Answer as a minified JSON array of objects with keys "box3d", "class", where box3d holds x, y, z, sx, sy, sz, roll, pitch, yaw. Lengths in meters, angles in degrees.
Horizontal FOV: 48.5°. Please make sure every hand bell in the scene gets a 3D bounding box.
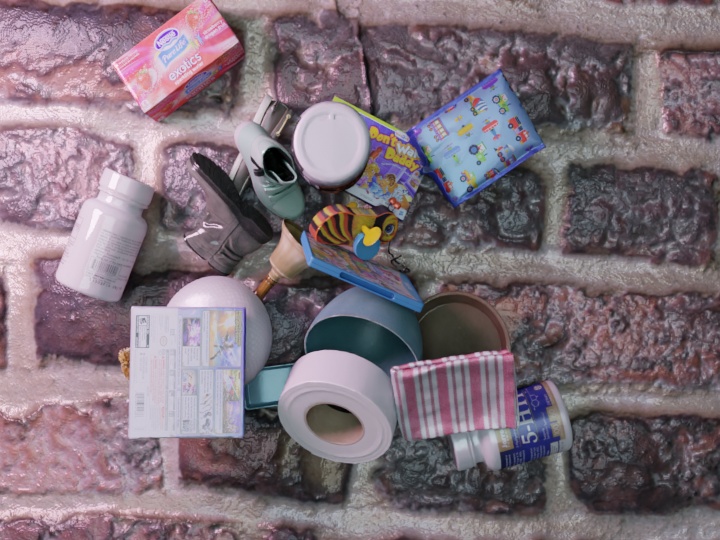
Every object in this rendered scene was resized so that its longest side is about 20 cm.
[{"box3d":[-0.158,0.020,1.376,0.104,0.104,0.200,43,102,-1],"class":"hand bell"}]

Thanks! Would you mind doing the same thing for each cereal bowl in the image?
[{"box3d":[-0.250,0.117,1.342,0.195,0.083,0.205,2,102,9],"class":"cereal bowl"}]

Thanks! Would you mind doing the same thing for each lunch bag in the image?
[{"box3d":[0.184,-0.214,1.347,0.198,0.094,0.152,-33,92,-12],"class":"lunch bag"}]

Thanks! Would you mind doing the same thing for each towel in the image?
[{"box3d":[0.150,0.201,1.263,0.195,0.030,0.149,-9,120,5],"class":"towel"}]

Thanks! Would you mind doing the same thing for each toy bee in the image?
[{"box3d":[0.015,-0.079,1.337,0.130,0.198,0.110,37,108,35],"class":"toy bee"}]

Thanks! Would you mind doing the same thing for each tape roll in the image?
[{"box3d":[-0.035,0.228,1.319,0.198,0.071,0.205,9,132,10],"class":"tape roll"}]

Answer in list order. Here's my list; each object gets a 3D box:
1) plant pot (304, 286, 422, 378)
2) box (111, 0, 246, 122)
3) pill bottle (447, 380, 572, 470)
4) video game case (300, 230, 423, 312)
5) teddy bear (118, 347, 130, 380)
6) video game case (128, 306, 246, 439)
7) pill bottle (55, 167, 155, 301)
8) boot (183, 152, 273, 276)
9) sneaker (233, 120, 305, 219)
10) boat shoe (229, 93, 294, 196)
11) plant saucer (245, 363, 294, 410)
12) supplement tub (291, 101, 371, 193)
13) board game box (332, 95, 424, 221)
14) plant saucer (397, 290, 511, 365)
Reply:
[{"box3d":[0.020,0.100,1.332,0.197,0.202,0.136,26,46,-1],"class":"plant pot"},{"box3d":[-0.303,-0.356,1.349,0.198,0.095,0.104,-36,91,-1],"class":"box"},{"box3d":[0.248,0.270,1.360,0.195,0.120,0.123,-15,91,-1],"class":"pill bottle"},{"box3d":[0.000,0.000,1.288,0.197,0.143,0.018,23,103,-16],"class":"video game case"},{"box3d":[-0.332,0.206,1.337,0.200,0.145,0.067,44,54,-1],"class":"teddy bear"},{"box3d":[-0.270,0.159,1.259,0.177,0.045,0.205,1,86,-4],"class":"video game case"},{"box3d":[-0.422,-0.061,1.341,0.112,0.114,0.204,22,90,-2],"class":"pill bottle"},{"box3d":[-0.250,-0.085,1.331,0.129,0.068,0.201,-33,115,16],"class":"boot"},{"box3d":[-0.132,-0.140,1.307,0.073,0.118,0.202,-37,132,-8],"class":"sneaker"},{"box3d":[-0.177,-0.195,1.366,0.059,0.072,0.205,24,96,-11],"class":"boat shoe"},{"box3d":[-0.108,0.196,1.401,0.195,0.019,0.072,-7,91,-2],"class":"plant saucer"},{"box3d":[-0.045,-0.188,1.260,0.119,0.200,0.126,0,91,-1],"class":"supplement tub"},{"box3d":[0.014,-0.192,1.384,0.197,0.045,0.137,26,90,-1],"class":"board game box"},{"box3d":[0.161,0.138,1.373,0.195,0.029,0.205,-3,79,17],"class":"plant saucer"}]
